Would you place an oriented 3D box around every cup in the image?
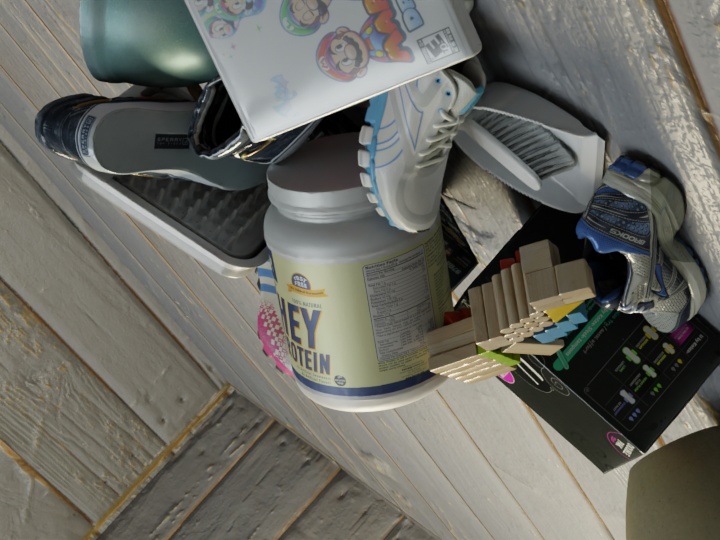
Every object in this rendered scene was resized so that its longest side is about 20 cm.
[{"bbox_3d":[0.322,0.227,1.380,0.200,0.200,0.143,76,172,-68],"label":"cup"}]

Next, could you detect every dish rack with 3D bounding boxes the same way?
[{"bbox_3d":[-0.145,-0.077,1.322,0.200,0.172,0.044,33,129,6],"label":"dish rack"}]

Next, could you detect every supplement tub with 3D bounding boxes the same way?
[{"bbox_3d":[0.000,0.000,1.252,0.145,0.145,0.200,27,134,51],"label":"supplement tub"}]

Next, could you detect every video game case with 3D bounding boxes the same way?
[{"bbox_3d":[-0.039,-0.203,0.994,0.182,0.024,0.200,-18,104,29],"label":"video game case"}]

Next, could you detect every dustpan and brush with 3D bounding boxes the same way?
[{"bbox_3d":[0.093,-0.112,1.182,0.200,0.057,0.140,39,167,19],"label":"dustpan and brush"}]

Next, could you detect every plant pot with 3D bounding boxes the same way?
[{"bbox_3d":[-0.125,-0.234,1.210,0.134,0.200,0.200,15,162,8],"label":"plant pot"}]

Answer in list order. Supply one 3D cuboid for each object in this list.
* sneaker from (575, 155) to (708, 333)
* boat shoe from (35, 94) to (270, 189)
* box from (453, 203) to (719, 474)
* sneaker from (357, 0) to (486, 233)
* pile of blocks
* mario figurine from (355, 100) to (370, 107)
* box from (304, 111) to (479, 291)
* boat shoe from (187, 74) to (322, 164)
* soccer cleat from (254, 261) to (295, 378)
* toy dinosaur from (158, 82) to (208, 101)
[{"bbox_3d":[0.203,-0.002,1.154,0.077,0.085,0.200,33,165,37],"label":"sneaker"},{"bbox_3d":[-0.164,-0.113,1.243,0.200,0.071,0.091,3,-169,-45],"label":"boat shoe"},{"bbox_3d":[0.189,0.059,1.307,0.200,0.124,0.149,41,167,5],"label":"box"},{"bbox_3d":[0.051,-0.119,1.115,0.087,0.075,0.200,16,118,38],"label":"sneaker"},{"bbox_3d":[0.123,0.025,1.169,0.082,0.062,0.200,6,154,-28],"label":"pile of blocks"},{"bbox_3d":[-0.048,-0.204,1.337,0.200,0.123,0.106,39,127,53],"label":"mario figurine"},{"bbox_3d":[0.010,-0.080,1.387,0.200,0.046,0.159,38,-167,-24],"label":"box"},{"bbox_3d":[-0.049,-0.155,1.154,0.071,0.200,0.091,50,-150,20],"label":"boat shoe"},{"bbox_3d":[-0.056,0.018,1.396,0.070,0.086,0.200,16,-149,-25],"label":"soccer cleat"},{"bbox_3d":[-0.127,-0.163,1.363,0.106,0.060,0.200,34,-169,-36],"label":"toy dinosaur"}]
